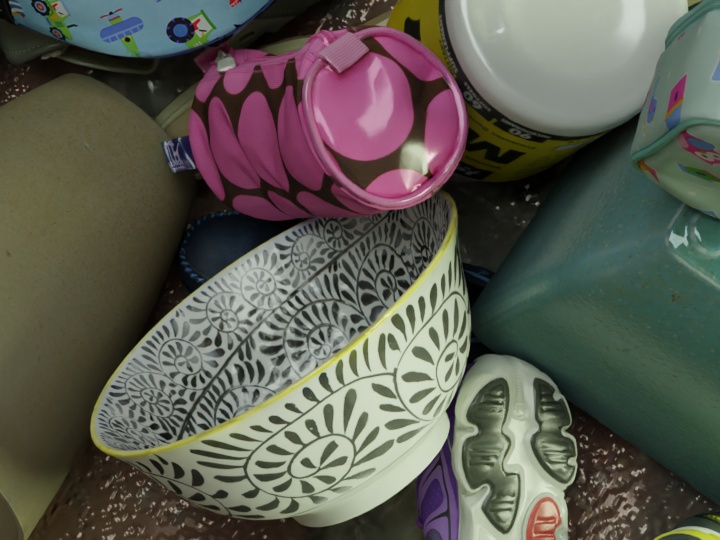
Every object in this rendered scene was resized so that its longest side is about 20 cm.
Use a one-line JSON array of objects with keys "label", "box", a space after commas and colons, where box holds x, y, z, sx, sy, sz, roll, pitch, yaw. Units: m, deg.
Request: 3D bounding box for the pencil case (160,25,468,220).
[{"label": "pencil case", "box": [-0.022, -0.071, 1.407, 0.090, 0.200, 0.094, -26, 98, -20]}]

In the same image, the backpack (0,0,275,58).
[{"label": "backpack", "box": [-0.122, -0.197, 1.492, 0.199, 0.135, 0.183, 20, 50, 28]}]

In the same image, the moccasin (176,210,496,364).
[{"label": "moccasin", "box": [0.000, 0.000, 1.513, 0.199, 0.068, 0.081, 10, 72, 15]}]

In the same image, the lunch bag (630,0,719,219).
[{"label": "lunch bag", "box": [0.217, -0.051, 1.204, 0.199, 0.160, 0.077, 17, 80, -3]}]

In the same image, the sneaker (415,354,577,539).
[{"label": "sneaker", "box": [0.061, 0.141, 1.450, 0.080, 0.083, 0.201, 7, 88, -21]}]

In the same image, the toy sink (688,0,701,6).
[{"label": "toy sink", "box": [0.177, -0.205, 1.505, 0.199, 0.112, 0.131, 23, 51, 19]}]

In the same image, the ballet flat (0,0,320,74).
[{"label": "ballet flat", "box": [-0.095, -0.138, 1.590, 0.199, 0.067, 0.064, -4, 106, -4]}]

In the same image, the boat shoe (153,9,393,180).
[{"label": "boat shoe", "box": [-0.013, -0.082, 1.547, 0.199, 0.072, 0.065, -19, 68, -2]}]

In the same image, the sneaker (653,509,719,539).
[{"label": "sneaker", "box": [0.220, 0.180, 1.400, 0.200, 0.085, 0.075, 44, 119, 2]}]

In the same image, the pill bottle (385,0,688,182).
[{"label": "pill bottle", "box": [0.073, -0.104, 1.425, 0.114, 0.200, 0.115, 2, 82, -12]}]

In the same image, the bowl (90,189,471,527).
[{"label": "bowl", "box": [-0.018, 0.056, 1.401, 0.200, 0.201, 0.094, -35, 109, -2]}]

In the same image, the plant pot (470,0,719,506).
[{"label": "plant pot", "box": [0.192, -0.013, 1.379, 0.195, 0.200, 0.197, 34, 79, 0]}]

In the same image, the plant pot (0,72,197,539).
[{"label": "plant pot", "box": [-0.179, 0.003, 1.503, 0.187, 0.188, 0.200, 31, 68, 20]}]
